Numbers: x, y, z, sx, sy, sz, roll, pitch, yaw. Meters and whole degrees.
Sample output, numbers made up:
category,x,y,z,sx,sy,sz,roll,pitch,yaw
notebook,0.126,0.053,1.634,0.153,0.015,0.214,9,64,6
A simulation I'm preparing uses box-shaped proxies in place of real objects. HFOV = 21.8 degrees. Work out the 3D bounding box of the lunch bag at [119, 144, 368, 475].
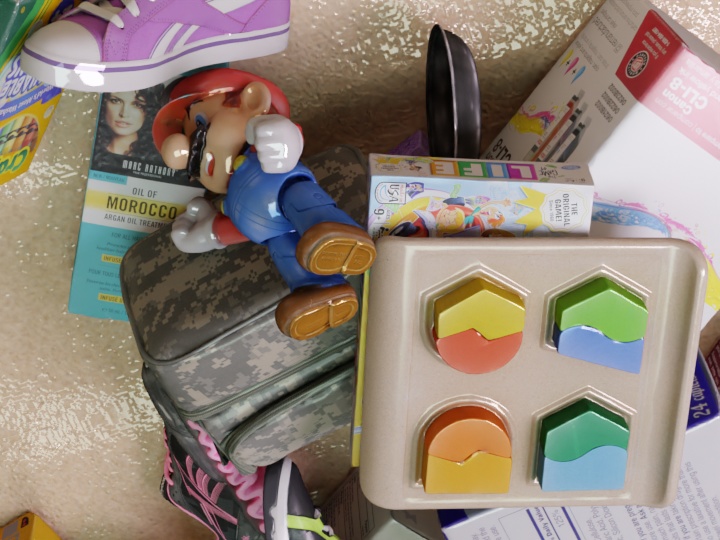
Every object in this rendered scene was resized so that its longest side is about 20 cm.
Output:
category,x,y,z,sx,sy,sz,roll,pitch,yaw
lunch bag,-0.037,0.036,1.254,0.199,0.140,0.168,-28,133,3

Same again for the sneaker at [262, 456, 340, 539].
category,x,y,z,sx,sy,sz,roll,pitch,yaw
sneaker,-0.015,0.224,1.351,0.082,0.072,0.201,-15,95,1

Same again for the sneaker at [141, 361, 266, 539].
category,x,y,z,sx,sy,sz,roll,pitch,yaw
sneaker,-0.120,0.142,1.399,0.095,0.079,0.200,-19,121,22

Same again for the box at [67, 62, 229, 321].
category,x,y,z,sx,sy,sz,roll,pitch,yaw
box,-0.146,-0.059,1.277,0.082,0.049,0.201,9,122,-8

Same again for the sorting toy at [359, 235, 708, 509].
category,x,y,z,sx,sy,sz,roll,pitch,yaw
sorting toy,0.102,0.068,1.131,0.199,0.037,0.186,2,116,-3

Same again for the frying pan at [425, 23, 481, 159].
category,x,y,z,sx,sy,sz,roll,pitch,yaw
frying pan,0.063,-0.072,1.200,0.031,0.191,0.115,-4,146,-7

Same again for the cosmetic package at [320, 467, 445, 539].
category,x,y,z,sx,sy,sz,roll,pitch,yaw
cosmetic package,-0.005,0.240,1.443,0.087,0.104,0.200,30,118,-20

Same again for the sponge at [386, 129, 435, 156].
category,x,y,z,sx,sy,sz,roll,pitch,yaw
sponge,0.000,0.000,1.334,0.200,0.030,0.112,-36,118,18

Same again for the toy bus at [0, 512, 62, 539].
category,x,y,z,sx,sy,sz,roll,pitch,yaw
toy bus,-0.226,0.287,1.483,0.078,0.065,0.200,-31,118,14

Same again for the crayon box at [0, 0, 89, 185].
category,x,y,z,sx,sy,sz,roll,pitch,yaw
crayon box,-0.238,-0.112,1.190,0.051,0.126,0.200,35,118,8

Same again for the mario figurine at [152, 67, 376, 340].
category,x,y,z,sx,sy,sz,roll,pitch,yaw
mario figurine,-0.076,-0.048,1.145,0.123,0.200,0.106,-45,140,10

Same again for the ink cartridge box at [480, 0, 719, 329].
category,x,y,z,sx,sy,sz,roll,pitch,yaw
ink cartridge box,0.177,-0.054,1.225,0.144,0.145,0.200,32,106,-21

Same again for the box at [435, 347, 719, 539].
category,x,y,z,sx,sy,sz,roll,pitch,yaw
box,0.172,0.173,1.271,0.199,0.105,0.184,-23,119,9

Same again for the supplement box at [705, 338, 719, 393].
category,x,y,z,sx,sy,sz,roll,pitch,yaw
supplement box,0.290,0.120,1.377,0.085,0.111,0.200,22,119,-17

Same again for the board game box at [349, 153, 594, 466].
category,x,y,z,sx,sy,sz,roll,pitch,yaw
board game box,0.065,0.029,1.151,0.134,0.034,0.201,2,116,-3

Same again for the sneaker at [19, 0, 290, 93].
category,x,y,z,sx,sy,sz,roll,pitch,yaw
sneaker,-0.125,-0.180,1.151,0.200,0.072,0.115,-23,129,-42
